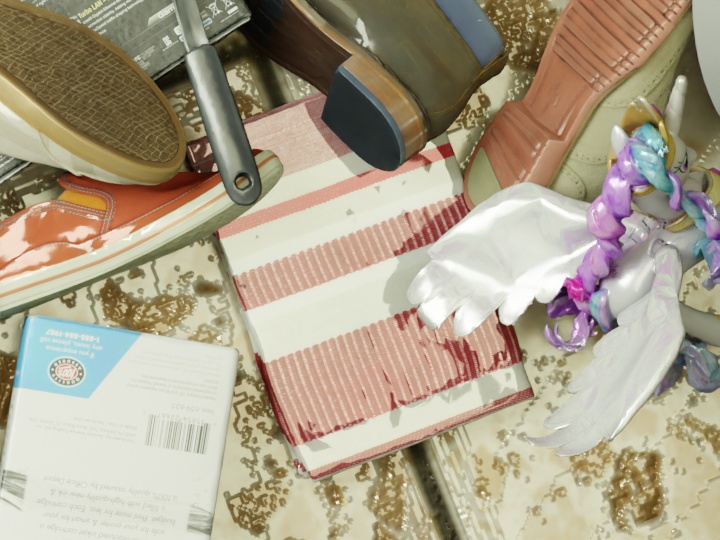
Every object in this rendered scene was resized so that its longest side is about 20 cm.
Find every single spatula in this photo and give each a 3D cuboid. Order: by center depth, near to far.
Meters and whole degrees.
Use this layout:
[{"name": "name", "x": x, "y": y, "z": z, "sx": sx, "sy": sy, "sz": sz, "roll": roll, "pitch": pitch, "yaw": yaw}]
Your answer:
[{"name": "spatula", "x": -0.087, "y": -0.130, "z": 1.446, "sx": 0.056, "sy": 0.021, "sz": 0.201, "roll": -19, "pitch": 96, "yaw": -11}]

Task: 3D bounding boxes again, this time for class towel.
[{"name": "towel", "x": 0.000, "y": 0.000, "z": 1.549, "sx": 0.144, "sy": 0.023, "sz": 0.201, "roll": -20, "pitch": 93, "yaw": -10}]

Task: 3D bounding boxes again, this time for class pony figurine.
[{"name": "pony figurine", "x": 0.147, "y": 0.001, "z": 1.489, "sx": 0.193, "sy": 0.200, "sz": 0.167, "roll": -51, "pitch": 54, "yaw": 8}]

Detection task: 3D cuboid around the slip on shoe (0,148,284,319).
[{"name": "slip on shoe", "x": -0.137, "y": -0.028, "z": 1.491, "sx": 0.199, "sy": 0.074, "sz": 0.061, "roll": -20, "pitch": 87, "yaw": 5}]

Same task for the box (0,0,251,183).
[{"name": "box", "x": -0.186, "y": -0.145, "z": 1.484, "sx": 0.200, "sy": 0.086, "sz": 0.164, "roll": -35, "pitch": 95, "yaw": -9}]

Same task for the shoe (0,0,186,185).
[{"name": "shoe", "x": -0.180, "y": -0.100, "z": 1.420, "sx": 0.200, "sy": 0.053, "sz": 0.070, "roll": 31, "pitch": 51, "yaw": -12}]

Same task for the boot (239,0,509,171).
[{"name": "boot", "x": -0.010, "y": -0.153, "z": 1.530, "sx": 0.097, "sy": 0.075, "sz": 0.200, "roll": -34, "pitch": 81, "yaw": -26}]

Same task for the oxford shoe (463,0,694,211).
[{"name": "oxford shoe", "x": 0.140, "y": -0.101, "z": 1.537, "sx": 0.074, "sy": 0.071, "sz": 0.200, "roll": 26, "pitch": 112, "yaw": -37}]

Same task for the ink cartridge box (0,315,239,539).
[{"name": "ink cartridge box", "x": -0.139, "y": 0.131, "z": 1.498, "sx": 0.115, "sy": 0.067, "sz": 0.201, "roll": 10, "pitch": 87, "yaw": -10}]

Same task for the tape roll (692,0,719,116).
[{"name": "tape roll", "x": 0.263, "y": -0.157, "z": 1.520, "sx": 0.200, "sy": 0.066, "sz": 0.201, "roll": -13, "pitch": 107, "yaw": -47}]
